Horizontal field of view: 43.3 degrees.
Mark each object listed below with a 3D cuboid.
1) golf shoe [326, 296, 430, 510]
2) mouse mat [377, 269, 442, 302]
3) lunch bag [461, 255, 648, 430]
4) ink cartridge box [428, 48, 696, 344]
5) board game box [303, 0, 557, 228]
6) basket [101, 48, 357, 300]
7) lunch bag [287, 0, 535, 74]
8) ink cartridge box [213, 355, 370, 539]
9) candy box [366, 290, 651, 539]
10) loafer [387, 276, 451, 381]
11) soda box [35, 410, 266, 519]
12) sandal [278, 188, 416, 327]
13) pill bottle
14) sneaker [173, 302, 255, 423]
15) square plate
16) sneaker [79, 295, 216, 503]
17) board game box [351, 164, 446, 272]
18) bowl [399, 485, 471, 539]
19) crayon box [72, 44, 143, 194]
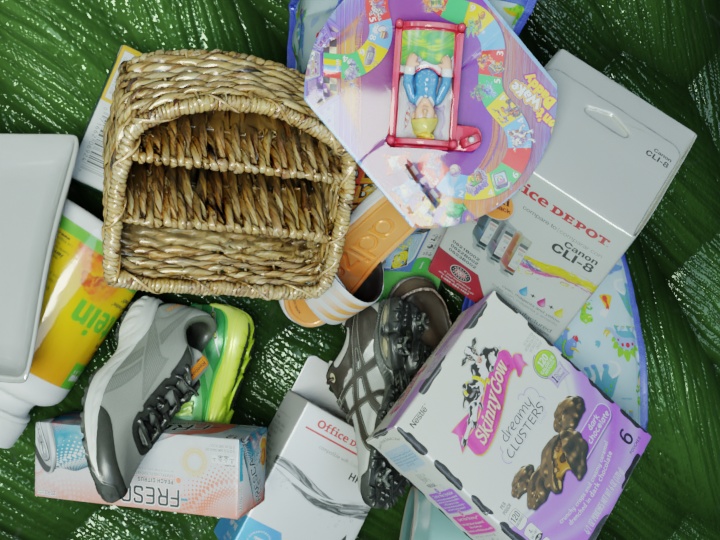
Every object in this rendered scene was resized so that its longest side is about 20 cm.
[{"bbox_3d":[0.011,0.126,0.867,0.078,0.093,0.203,37,53,-46],"label":"golf shoe"},{"bbox_3d":[0.027,-0.055,0.940,0.159,0.008,0.203,13,88,-20],"label":"mouse mat"},{"bbox_3d":[0.199,0.068,0.948,0.168,0.127,0.203,0,90,-20],"label":"lunch bag"},{"bbox_3d":[0.175,-0.060,0.822,0.144,0.201,0.145,34,57,10],"label":"ink cartridge box"},{"bbox_3d":[0.055,-0.134,0.688,0.158,0.039,0.200,-40,94,6],"label":"board game box"},{"bbox_3d":[-0.102,-0.076,0.732,0.197,0.143,0.151,6,53,-23],"label":"basket"},{"bbox_3d":[0.038,-0.219,0.815,0.168,0.200,0.129,5,75,-21],"label":"lunch bag"},{"bbox_3d":[-0.044,0.200,0.898,0.115,0.067,0.202,30,83,-19],"label":"ink cartridge box"},{"bbox_3d":[0.133,0.150,0.805,0.200,0.072,0.168,42,62,-2],"label":"candy box"},{"bbox_3d":[0.075,0.106,0.930,0.072,0.071,0.203,-13,100,-15],"label":"loafer"},{"bbox_3d":[-0.182,0.166,0.791,0.197,0.064,0.070,2,91,16],"label":"soda box"},{"bbox_3d":[-0.006,-0.003,0.846,0.079,0.060,0.207,23,127,-31],"label":"sandal"},{"bbox_3d":[-0.276,0.044,0.777,0.111,0.111,0.201,35,82,-19],"label":"pill bottle"},{"bbox_3d":[-0.164,0.124,0.857,0.083,0.074,0.202,22,91,9],"label":"sneaker"},{"bbox_3d":[-0.329,-0.015,0.733,0.195,0.028,0.203,3,74,14],"label":"square plate"},{"bbox_3d":[-0.172,0.097,0.745,0.078,0.202,0.075,2,133,8],"label":"sneaker"},{"bbox_3d":[0.030,-0.078,0.849,0.133,0.201,0.035,2,49,-19],"label":"board game box"},{"bbox_3d":[0.094,0.281,0.907,0.103,0.201,0.204,9,91,-1],"label":"bowl"},{"bbox_3d":[-0.156,-0.103,0.845,0.198,0.051,0.127,25,85,-20],"label":"crayon box"}]
